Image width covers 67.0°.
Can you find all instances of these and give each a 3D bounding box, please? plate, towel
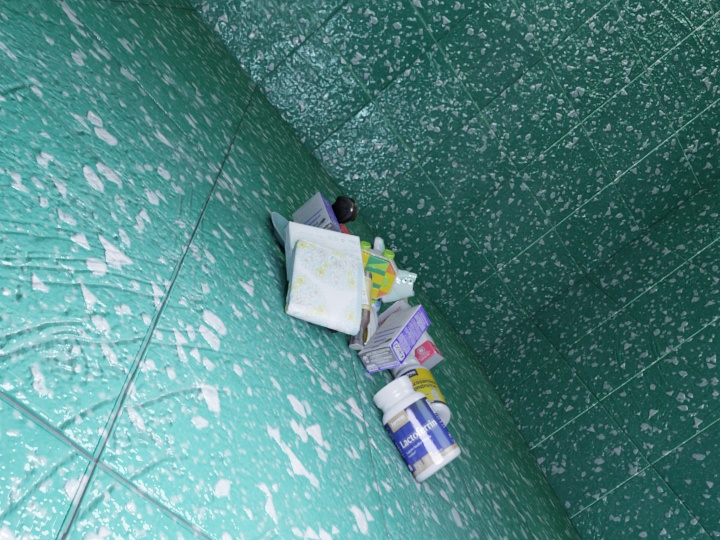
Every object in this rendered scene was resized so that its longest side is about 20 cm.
[{"bbox_3d":[-0.185,-0.073,1.486,0.201,0.025,0.200,51,9,-11],"label":"plate"},{"bbox_3d":[-0.077,0.033,1.203,0.168,0.048,0.203,18,50,-20],"label":"towel"}]

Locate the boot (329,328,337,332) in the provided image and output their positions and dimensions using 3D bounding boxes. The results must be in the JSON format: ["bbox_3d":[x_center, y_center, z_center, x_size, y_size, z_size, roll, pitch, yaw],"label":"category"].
[{"bbox_3d":[-0.065,0.067,1.361,0.158,0.079,0.211,48,23,7],"label":"boot"}]

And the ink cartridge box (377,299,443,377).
[{"bbox_3d":[0.129,0.212,1.604,0.083,0.145,0.202,36,19,-56],"label":"ink cartridge box"}]

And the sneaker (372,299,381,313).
[{"bbox_3d":[0.038,0.097,1.814,0.072,0.072,0.200,48,9,-15],"label":"sneaker"}]

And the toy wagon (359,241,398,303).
[{"bbox_3d":[0.000,0.000,1.473,0.196,0.157,0.040,19,26,-2],"label":"toy wagon"}]

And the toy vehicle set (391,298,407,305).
[{"bbox_3d":[0.074,0.030,1.749,0.199,0.026,0.126,37,-34,38],"label":"toy vehicle set"}]

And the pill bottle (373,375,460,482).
[{"bbox_3d":[0.117,0.339,1.181,0.201,0.115,0.116,55,10,21],"label":"pill bottle"}]

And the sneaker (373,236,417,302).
[{"bbox_3d":[0.104,-0.010,1.596,0.074,0.116,0.204,-68,147,-67],"label":"sneaker"}]

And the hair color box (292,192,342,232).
[{"bbox_3d":[-0.123,-0.129,1.531,0.065,0.109,0.201,46,12,-31],"label":"hair color box"}]

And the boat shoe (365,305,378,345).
[{"bbox_3d":[-0.002,0.142,1.481,0.086,0.074,0.204,42,23,-36],"label":"boat shoe"}]

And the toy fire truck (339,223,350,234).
[{"bbox_3d":[-0.056,-0.022,1.578,0.141,0.048,0.203,-32,99,-54],"label":"toy fire truck"}]

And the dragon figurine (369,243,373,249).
[{"bbox_3d":[0.013,-0.042,1.611,0.201,0.058,0.101,63,20,-55],"label":"dragon figurine"}]

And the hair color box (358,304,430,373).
[{"bbox_3d":[0.090,0.174,1.397,0.066,0.108,0.200,61,39,-10],"label":"hair color box"}]

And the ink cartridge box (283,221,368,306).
[{"bbox_3d":[-0.082,-0.008,1.288,0.193,0.043,0.203,11,55,-28],"label":"ink cartridge box"}]

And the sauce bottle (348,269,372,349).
[{"bbox_3d":[-0.004,0.099,1.392,0.065,0.064,0.204,41,46,-48],"label":"sauce bottle"}]

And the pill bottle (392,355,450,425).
[{"bbox_3d":[0.149,0.319,1.414,0.112,0.111,0.201,45,12,-36],"label":"pill bottle"}]

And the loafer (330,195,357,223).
[{"bbox_3d":[-0.041,-0.178,1.603,0.200,0.070,0.075,-179,-94,-72],"label":"loafer"}]
